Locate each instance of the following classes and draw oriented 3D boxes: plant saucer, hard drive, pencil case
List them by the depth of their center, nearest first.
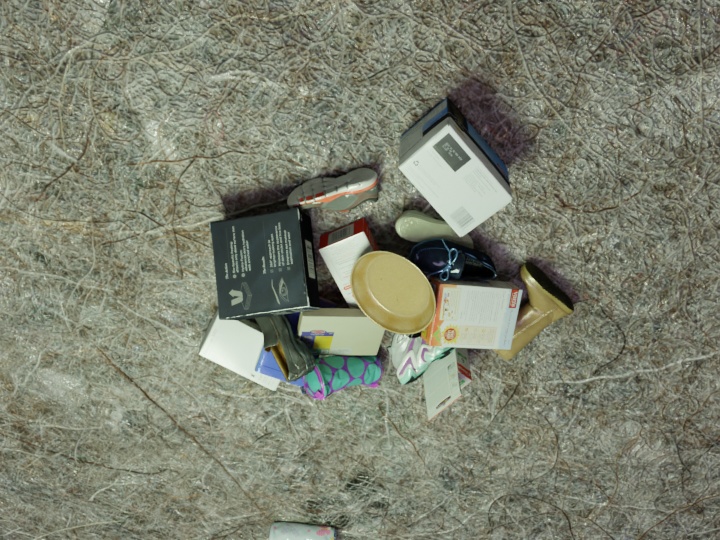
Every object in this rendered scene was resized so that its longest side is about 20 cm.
[{"bbox_3d":[0.072,0.039,1.590,0.196,0.036,0.204,17,129,22],"label":"plant saucer"},{"bbox_3d":[-0.146,0.150,1.734,0.129,0.025,0.205,19,94,-14],"label":"hard drive"},{"bbox_3d":[-0.040,0.237,1.747,0.197,0.095,0.084,-7,165,-43],"label":"pencil case"},{"bbox_3d":[-0.165,0.765,2.166,0.194,0.092,0.085,7,125,1],"label":"pencil case"}]

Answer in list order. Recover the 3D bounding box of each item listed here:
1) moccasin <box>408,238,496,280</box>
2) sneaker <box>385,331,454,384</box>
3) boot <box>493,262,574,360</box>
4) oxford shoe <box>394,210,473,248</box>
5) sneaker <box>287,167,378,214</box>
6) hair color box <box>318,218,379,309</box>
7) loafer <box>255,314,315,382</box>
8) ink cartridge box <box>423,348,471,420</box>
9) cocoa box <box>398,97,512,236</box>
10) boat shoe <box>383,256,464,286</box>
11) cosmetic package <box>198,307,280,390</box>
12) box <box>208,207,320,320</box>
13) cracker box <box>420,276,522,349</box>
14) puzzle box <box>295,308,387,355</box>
[{"bbox_3d":[0.197,-0.020,1.580,0.195,0.068,0.082,2,116,-22],"label":"moccasin"},{"bbox_3d":[0.129,0.150,1.729,0.199,0.077,0.142,-41,69,29],"label":"sneaker"},{"bbox_3d":[0.350,0.097,1.701,0.174,0.067,0.199,40,119,-20],"label":"boot"},{"bbox_3d":[0.154,-0.077,1.608,0.196,0.058,0.077,18,104,-26],"label":"oxford shoe"},{"bbox_3d":[-0.052,-0.142,1.567,0.194,0.078,0.083,-11,129,12],"label":"sneaker"},{"bbox_3d":[0.000,0.000,1.663,0.108,0.065,0.203,-20,119,14],"label":"hair color box"},{"bbox_3d":[-0.180,0.148,1.654,0.201,0.072,0.073,49,142,13],"label":"loafer"},{"bbox_3d":[0.195,0.242,1.725,0.050,0.202,0.109,33,121,-24],"label":"ink cartridge box"},{"bbox_3d":[0.181,-0.199,1.475,0.132,0.133,0.200,-36,115,25],"label":"cocoa box"},{"bbox_3d":[0.145,0.014,1.632,0.194,0.065,0.076,-2,107,-15],"label":"boat shoe"},{"bbox_3d":[-0.263,0.178,1.767,0.196,0.081,0.115,26,92,-15],"label":"cosmetic package"},{"bbox_3d":[-0.195,-0.009,1.585,0.194,0.117,0.203,-8,84,9],"label":"box"},{"bbox_3d":[0.234,0.091,1.618,0.194,0.058,0.138,5,105,-19],"label":"cracker box"},{"bbox_3d":[-0.045,0.136,1.690,0.194,0.026,0.135,2,136,-15],"label":"puzzle box"}]
